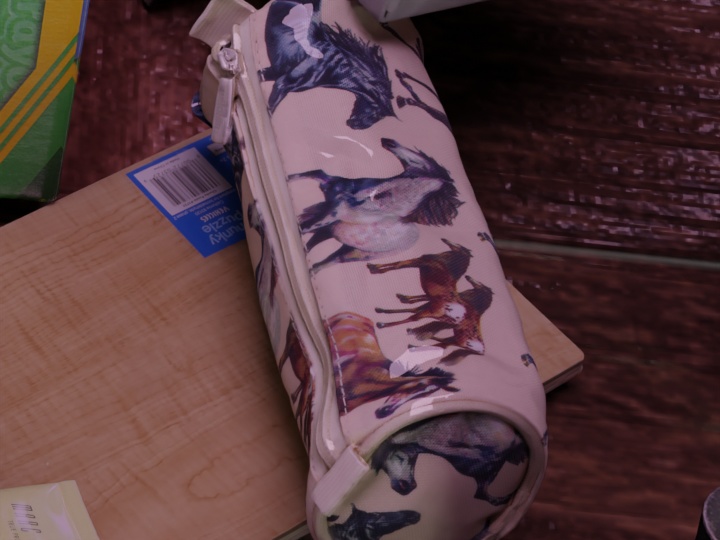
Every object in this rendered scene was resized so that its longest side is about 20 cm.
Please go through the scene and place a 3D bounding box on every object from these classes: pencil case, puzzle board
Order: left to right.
[{"bbox_3d":[-0.047,0.025,0.970,0.200,0.017,0.151,-27,59,-33],"label":"puzzle board"},{"bbox_3d":[0.000,0.000,0.937,0.089,0.078,0.201,11,44,-30],"label":"pencil case"}]

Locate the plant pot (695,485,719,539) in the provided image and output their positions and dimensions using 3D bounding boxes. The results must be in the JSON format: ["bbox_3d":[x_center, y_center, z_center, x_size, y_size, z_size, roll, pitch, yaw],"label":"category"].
[{"bbox_3d":[0.202,0.146,0.814,0.199,0.178,0.200,-25,59,-30],"label":"plant pot"}]

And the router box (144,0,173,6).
[{"bbox_3d":[-0.044,-0.198,1.137,0.149,0.062,0.200,-11,53,-24],"label":"router box"}]

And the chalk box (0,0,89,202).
[{"bbox_3d":[-0.147,-0.139,0.956,0.124,0.201,0.124,4,41,-11],"label":"chalk box"}]

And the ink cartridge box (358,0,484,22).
[{"bbox_3d":[0.010,-0.188,1.024,0.144,0.084,0.200,-16,53,-41],"label":"ink cartridge box"}]

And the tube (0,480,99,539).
[{"bbox_3d":[-0.169,0.095,0.847,0.199,0.052,0.058,-7,75,-17],"label":"tube"}]
